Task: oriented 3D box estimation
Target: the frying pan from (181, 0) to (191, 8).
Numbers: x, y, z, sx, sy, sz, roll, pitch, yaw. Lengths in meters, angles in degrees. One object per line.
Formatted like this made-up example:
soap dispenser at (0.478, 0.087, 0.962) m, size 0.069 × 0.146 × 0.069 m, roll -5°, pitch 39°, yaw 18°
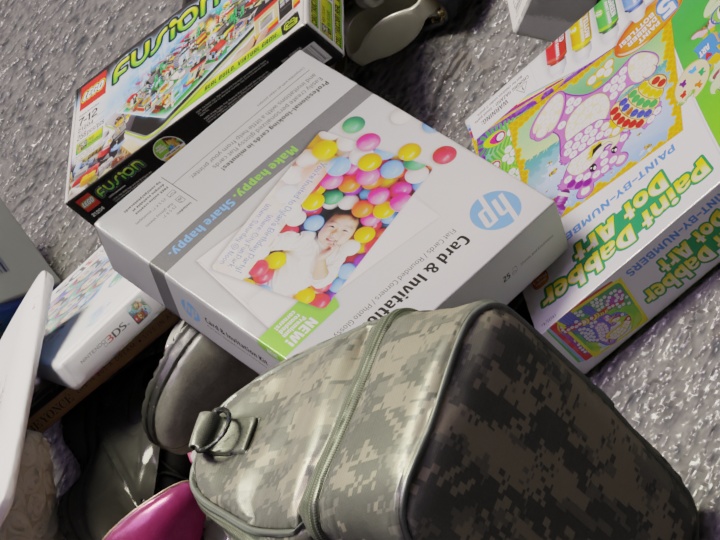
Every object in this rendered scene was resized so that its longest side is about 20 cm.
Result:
frying pan at (-0.045, -0.217, 1.935) m, size 0.190 × 0.031 × 0.115 m, roll -33°, pitch 37°, yaw 26°

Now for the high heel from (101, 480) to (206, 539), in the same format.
high heel at (-0.118, 0.212, 1.555) m, size 0.096 × 0.067 × 0.200 m, roll 45°, pitch 110°, yaw 34°

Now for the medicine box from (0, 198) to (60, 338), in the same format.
medicine box at (-0.327, 0.043, 1.909) m, size 0.200 × 0.103 × 0.182 m, roll -40°, pitch -7°, yaw 23°

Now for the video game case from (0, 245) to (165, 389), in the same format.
video game case at (-0.131, -0.003, 1.756) m, size 0.182 × 0.024 × 0.200 m, roll -43°, pitch 14°, yaw -11°

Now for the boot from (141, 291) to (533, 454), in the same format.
boot at (-0.009, 0.047, 1.528) m, size 0.200 × 0.068 × 0.131 m, roll -43°, pitch 60°, yaw -10°

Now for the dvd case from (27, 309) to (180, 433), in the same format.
dvd case at (-0.146, 0.032, 1.774) m, size 0.200 × 0.016 × 0.149 m, roll -40°, pitch 14°, yaw 9°

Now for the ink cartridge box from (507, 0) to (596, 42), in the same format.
ink cartridge box at (0.121, -0.258, 1.667) m, size 0.201 × 0.044 × 0.177 m, roll -97°, pitch 23°, yaw -48°

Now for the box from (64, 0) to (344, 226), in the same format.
box at (-0.093, -0.117, 1.743) m, size 0.200 × 0.035 × 0.110 m, roll -35°, pitch 34°, yaw 26°

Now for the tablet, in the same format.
tablet at (-0.214, 0.105, 1.666) m, size 0.201 × 0.014 × 0.130 m, roll -86°, pitch 23°, yaw -51°

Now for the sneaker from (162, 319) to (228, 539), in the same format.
sneaker at (-0.051, 0.084, 1.615) m, size 0.087 × 0.074 × 0.200 m, roll -41°, pitch 38°, yaw 20°

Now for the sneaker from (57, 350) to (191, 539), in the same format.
sneaker at (-0.122, 0.115, 1.679) m, size 0.091 × 0.076 × 0.200 m, roll -38°, pitch 36°, yaw 18°

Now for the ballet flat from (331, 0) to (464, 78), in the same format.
ballet flat at (-0.010, -0.150, 1.790) m, size 0.199 × 0.073 × 0.073 m, roll -21°, pitch 44°, yaw 39°

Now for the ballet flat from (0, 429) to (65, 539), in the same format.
ballet flat at (-0.206, 0.183, 1.696) m, size 0.201 × 0.071 × 0.072 m, roll -67°, pitch 28°, yaw 17°

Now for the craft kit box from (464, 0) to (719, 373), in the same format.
craft kit box at (0.155, -0.075, 1.519) m, size 0.200 × 0.048 × 0.198 m, roll -42°, pitch 36°, yaw 19°

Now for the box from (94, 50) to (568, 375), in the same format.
box at (-0.018, -0.017, 1.505) m, size 0.156 × 0.041 × 0.200 m, roll -41°, pitch 50°, yaw -19°

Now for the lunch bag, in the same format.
lunch bag at (0.036, 0.119, 1.347) m, size 0.167 × 0.200 × 0.140 m, roll -7°, pitch 51°, yaw 46°
